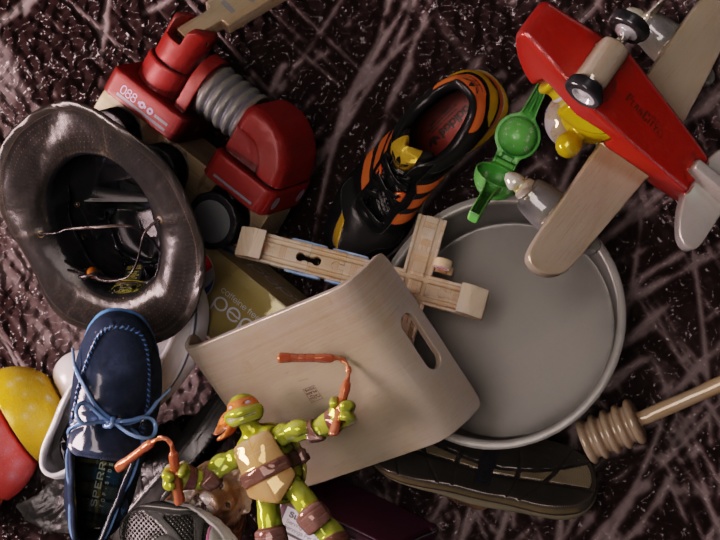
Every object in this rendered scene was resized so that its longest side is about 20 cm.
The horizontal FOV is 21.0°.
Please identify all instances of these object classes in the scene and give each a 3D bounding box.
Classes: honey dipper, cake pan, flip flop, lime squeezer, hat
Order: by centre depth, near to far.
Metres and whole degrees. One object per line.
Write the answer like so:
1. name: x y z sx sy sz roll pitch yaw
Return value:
1. honey dipper: 0.261 0.095 1.488 0.199 0.038 0.038 -24 84 15
2. lime squeezer: 0.115 -0.100 1.504 0.037 0.071 0.201 18 57 18
3. hat: -0.184 -0.047 1.511 0.199 0.081 0.202 15 122 25
4. cake pan: 0.110 0.042 1.512 0.199 0.037 0.202 -4 75 15
5. flip flop: 0.091 0.155 1.532 0.199 0.058 0.081 15 57 16

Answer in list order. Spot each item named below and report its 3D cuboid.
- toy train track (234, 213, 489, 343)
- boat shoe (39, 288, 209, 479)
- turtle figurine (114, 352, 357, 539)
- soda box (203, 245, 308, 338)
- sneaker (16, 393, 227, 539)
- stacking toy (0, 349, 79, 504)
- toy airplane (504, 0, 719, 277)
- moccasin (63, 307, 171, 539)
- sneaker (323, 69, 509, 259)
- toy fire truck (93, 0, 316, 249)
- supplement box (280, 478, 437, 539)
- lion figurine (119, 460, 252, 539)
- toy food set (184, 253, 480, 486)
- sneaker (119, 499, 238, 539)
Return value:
1. toy train track: 0.000 0.000 1.495 0.198 0.033 0.116 14 80 7
2. boat shoe: -0.190 0.089 1.558 0.073 0.065 0.201 34 106 18
3. turtle figurine: -0.074 0.160 1.456 0.199 0.064 0.162 -24 81 9
4. soda box: -0.104 0.021 1.589 0.200 0.068 0.064 38 103 14
5. sneaker: -0.192 0.156 1.627 0.104 0.060 0.200 40 105 10
6. stacking toy: -0.296 0.132 1.642 0.199 0.146 0.147 -29 82 0
7. toy airplane: 0.197 -0.105 1.458 0.141 0.199 0.201 9 105 59
8. moccasin: -0.189 0.129 1.504 0.080 0.068 0.201 4 116 -3
9. sneaker: 0.031 -0.081 1.530 0.070 0.090 0.200 45 103 12
10. toy fire truck: -0.099 -0.144 1.569 0.176 0.129 0.201 37 112 14
11. supplement box: -0.033 0.281 1.540 0.103 0.131 0.201 23 97 18
12. lion figurine: -0.120 0.253 1.596 0.122 0.073 0.201 -23 116 -4
13. toy food set: -0.024 0.079 1.491 0.199 0.060 0.144 -23 109 36
14. sneaker: -0.125 0.243 1.468 0.200 0.086 0.081 38 105 35
